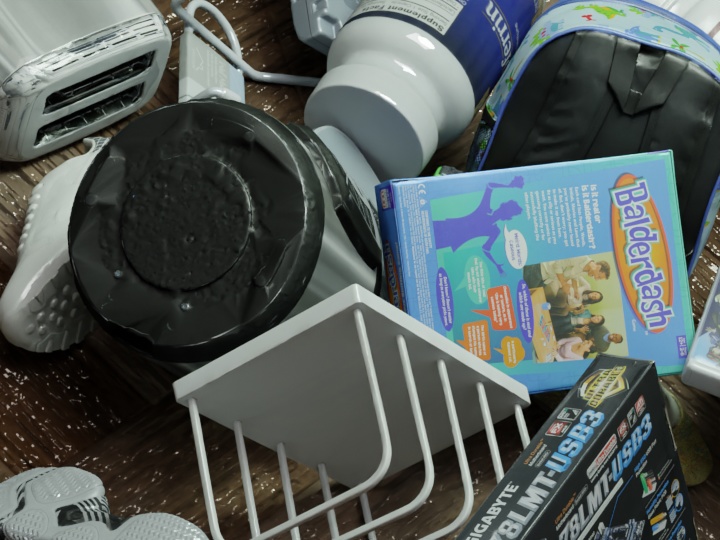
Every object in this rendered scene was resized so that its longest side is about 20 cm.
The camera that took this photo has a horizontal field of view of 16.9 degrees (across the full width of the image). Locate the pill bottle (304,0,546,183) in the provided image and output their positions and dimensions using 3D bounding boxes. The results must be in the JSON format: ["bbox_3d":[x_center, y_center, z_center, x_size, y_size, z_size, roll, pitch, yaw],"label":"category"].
[{"bbox_3d":[0.045,-0.158,1.737,0.116,0.116,0.200,29,53,7],"label":"pill bottle"}]

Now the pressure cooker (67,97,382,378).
[{"bbox_3d":[-0.081,-0.008,1.576,0.178,0.200,0.176,13,79,20],"label":"pressure cooker"}]

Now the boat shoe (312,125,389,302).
[{"bbox_3d":[-0.002,0.001,1.679,0.074,0.068,0.200,-34,91,-49],"label":"boat shoe"}]

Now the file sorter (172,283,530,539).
[{"bbox_3d":[0.008,0.122,1.476,0.200,0.139,0.125,31,38,-50],"label":"file sorter"}]

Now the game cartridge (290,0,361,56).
[{"bbox_3d":[-0.006,-0.232,1.852,0.133,0.040,0.200,23,47,-40],"label":"game cartridge"}]

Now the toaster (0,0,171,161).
[{"bbox_3d":[-0.225,-0.165,1.719,0.200,0.114,0.129,-27,67,-36],"label":"toaster"}]

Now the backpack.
[{"bbox_3d":[0.175,-0.094,1.731,0.183,0.200,0.147,20,28,1],"label":"backpack"}]

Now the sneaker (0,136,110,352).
[{"bbox_3d":[-0.197,-0.019,1.640,0.080,0.077,0.200,20,42,16],"label":"sneaker"}]

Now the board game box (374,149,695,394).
[{"bbox_3d":[0.118,0.006,1.606,0.200,0.045,0.152,-6,88,-15],"label":"board game box"}]

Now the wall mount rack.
[{"bbox_3d":[-0.066,-0.119,1.763,0.174,0.074,0.200,37,37,-38],"label":"wall mount rack"}]

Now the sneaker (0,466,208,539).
[{"bbox_3d":[-0.157,0.194,1.463,0.200,0.115,0.075,15,35,44],"label":"sneaker"}]

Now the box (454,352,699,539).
[{"bbox_3d":[0.141,0.188,1.488,0.050,0.199,0.200,4,38,35],"label":"box"}]

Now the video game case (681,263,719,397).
[{"bbox_3d":[0.330,0.044,1.624,0.200,0.023,0.182,22,48,5],"label":"video game case"}]

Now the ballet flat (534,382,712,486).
[{"bbox_3d":[0.162,0.076,1.672,0.200,0.071,0.071,34,49,11],"label":"ballet flat"}]

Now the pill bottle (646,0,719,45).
[{"bbox_3d":[0.295,-0.142,1.871,0.200,0.113,0.113,40,50,16],"label":"pill bottle"}]

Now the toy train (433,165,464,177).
[{"bbox_3d":[0.128,-0.012,1.676,0.200,0.056,0.042,25,16,0],"label":"toy train"}]
